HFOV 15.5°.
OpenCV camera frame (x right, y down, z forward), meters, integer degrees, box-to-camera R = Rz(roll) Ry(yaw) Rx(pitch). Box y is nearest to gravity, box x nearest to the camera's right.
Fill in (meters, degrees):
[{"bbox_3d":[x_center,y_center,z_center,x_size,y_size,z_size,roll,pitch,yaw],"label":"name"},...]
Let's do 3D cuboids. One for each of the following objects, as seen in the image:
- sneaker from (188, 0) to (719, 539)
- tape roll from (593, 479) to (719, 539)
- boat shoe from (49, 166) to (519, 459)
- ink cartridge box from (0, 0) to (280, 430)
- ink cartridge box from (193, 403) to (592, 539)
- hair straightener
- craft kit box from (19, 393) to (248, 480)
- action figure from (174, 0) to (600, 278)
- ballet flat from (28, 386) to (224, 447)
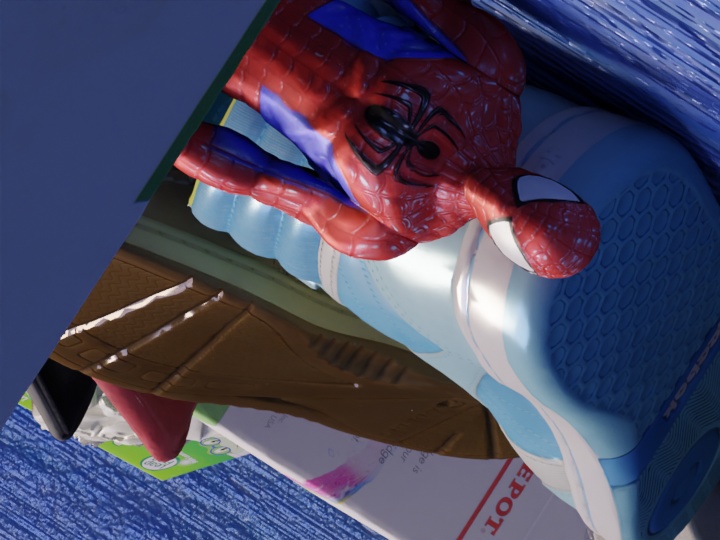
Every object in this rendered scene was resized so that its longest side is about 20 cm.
[{"bbox_3d":[0.029,-0.004,0.653,0.131,0.080,0.200,29,166,26],"label":"sneaker"},{"bbox_3d":[0.156,0.114,0.776,0.203,0.037,0.203,32,-154,-17],"label":"tape roll"},{"bbox_3d":[-0.021,0.000,0.706,0.200,0.063,0.073,20,152,-36],"label":"boat shoe"},{"bbox_3d":[-0.119,-0.069,0.471,0.200,0.147,0.083,32,178,37],"label":"ink cartridge box"},{"bbox_3d":[0.020,0.033,0.933,0.200,0.117,0.067,35,175,-19],"label":"ink cartridge box"},{"bbox_3d":[-0.111,-0.007,0.726,0.077,0.041,0.200,8,156,24],"label":"hair straightener"},{"bbox_3d":[-0.054,0.025,1.155,0.200,0.197,0.049,38,-143,-57],"label":"craft kit box"},{"bbox_3d":[-0.035,-0.058,0.545,0.200,0.065,0.052,34,-176,11],"label":"action figure"},{"bbox_3d":[-0.026,0.026,0.990,0.200,0.072,0.072,-21,-143,-36],"label":"ballet flat"}]
